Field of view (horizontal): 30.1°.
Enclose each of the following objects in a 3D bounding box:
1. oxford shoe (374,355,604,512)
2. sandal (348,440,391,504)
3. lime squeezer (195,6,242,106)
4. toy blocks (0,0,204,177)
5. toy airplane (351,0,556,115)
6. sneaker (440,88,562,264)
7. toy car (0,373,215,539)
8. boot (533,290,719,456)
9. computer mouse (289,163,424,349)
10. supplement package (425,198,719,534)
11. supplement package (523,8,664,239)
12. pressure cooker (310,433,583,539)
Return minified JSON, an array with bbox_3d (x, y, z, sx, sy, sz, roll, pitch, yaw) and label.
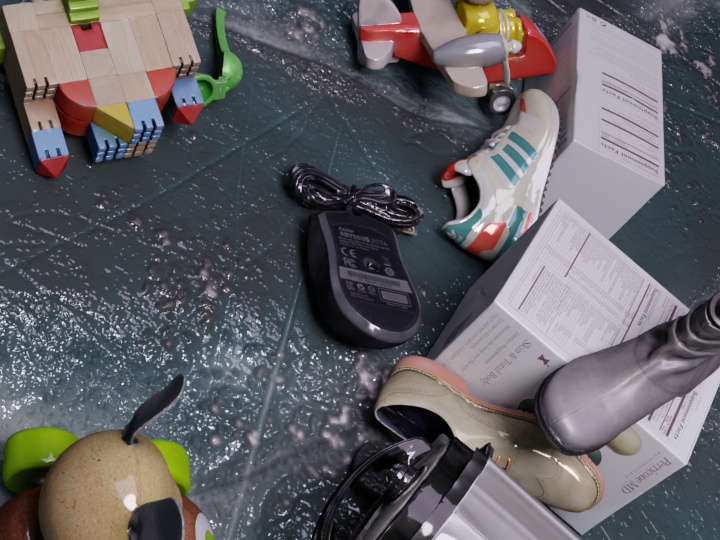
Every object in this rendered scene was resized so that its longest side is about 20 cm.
[{"bbox_3d":[0.099,0.147,1.074,0.198,0.071,0.074,26,34,11],"label":"oxford shoe"},{"bbox_3d":[0.079,0.202,1.069,0.198,0.045,0.075,28,39,7],"label":"sandal"},{"bbox_3d":[-0.149,-0.179,1.202,0.070,0.038,0.200,39,46,-2],"label":"lime squeezer"},{"bbox_3d":[-0.207,-0.155,1.103,0.198,0.100,0.138,-14,74,-26],"label":"toy blocks"},{"bbox_3d":[0.089,-0.250,1.337,0.199,0.142,0.199,38,35,17],"label":"toy airplane"},{"bbox_3d":[0.131,-0.103,1.288,0.093,0.070,0.202,22,64,-14],"label":"sneaker"},{"bbox_3d":[-0.142,0.153,0.841,0.156,0.200,0.166,10,52,-26],"label":"toy car"},{"bbox_3d":[0.225,0.060,0.991,0.199,0.132,0.070,-25,76,-37],"label":"boot"},{"bbox_3d":[0.000,0.000,1.161,0.137,0.053,0.201,17,39,-24],"label":"computer mouse"},{"bbox_3d":[0.178,0.083,1.138,0.199,0.152,0.151,39,47,-2],"label":"supplement package"},{"bbox_3d":[0.237,-0.148,1.380,0.109,0.114,0.202,23,49,-16],"label":"supplement package"},{"bbox_3d":[0.062,0.215,0.940,0.200,0.179,0.176,40,3,4],"label":"pressure cooker"}]
